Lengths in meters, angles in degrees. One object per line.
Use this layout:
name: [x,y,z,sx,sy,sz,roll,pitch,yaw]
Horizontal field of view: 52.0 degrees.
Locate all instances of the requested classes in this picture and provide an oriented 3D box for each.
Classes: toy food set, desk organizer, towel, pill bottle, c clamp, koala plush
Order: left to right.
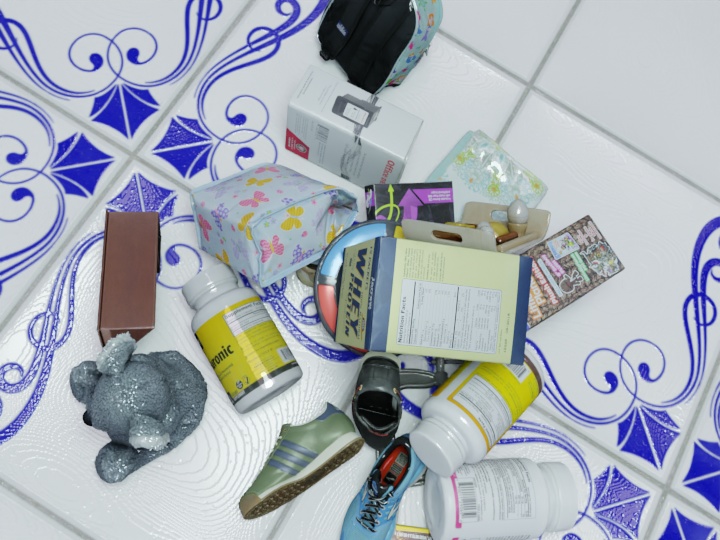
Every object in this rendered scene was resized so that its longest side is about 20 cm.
desk organizer: [-0.332,0.013,1.072,0.076,0.072,0.202,-1,59,-11]
koala plush: [-0.298,0.170,0.987,0.182,0.200,0.179,-21,77,-13]
pill bottle: [-0.177,0.095,1.073,0.111,0.111,0.201,-29,79,-15]
c clamp: [0.102,0.225,1.117,0.169,0.027,0.203,6,74,-5]
pill bottle: [0.160,0.190,1.031,0.200,0.109,0.109,-39,82,-28]
towel: [0.194,-0.118,1.221,0.171,0.048,0.200,40,73,5]
toy food set: [0.168,-0.070,1.052,0.142,0.199,0.061,11,107,34]
pill bottle: [0.199,0.327,1.053,0.197,0.113,0.115,1,73,-12]

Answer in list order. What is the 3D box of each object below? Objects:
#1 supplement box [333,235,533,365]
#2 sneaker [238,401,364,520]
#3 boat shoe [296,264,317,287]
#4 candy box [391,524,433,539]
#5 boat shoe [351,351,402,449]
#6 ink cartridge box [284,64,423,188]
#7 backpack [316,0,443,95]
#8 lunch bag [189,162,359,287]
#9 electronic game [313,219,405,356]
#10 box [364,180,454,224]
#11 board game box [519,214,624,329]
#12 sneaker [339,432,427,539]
supplement box: [0.086,0.041,0.962,0.197,0.200,0.136,7,85,-14]
sneaker: [-0.097,0.267,1.064,0.199,0.067,0.090,-32,59,-6]
boat shoe: [0.000,0.000,1.149,0.197,0.065,0.072,0,74,-8]
candy box: [0.127,0.429,1.061,0.197,0.026,0.103,9,75,-5]
boat shoe: [0.021,0.194,1.015,0.073,0.203,0.064,6,49,4]
ink cartridge box: [-0.013,-0.214,1.168,0.198,0.145,0.084,26,69,1]
backpack: [0.041,-0.413,1.209,0.150,0.200,0.178,-35,79,-36]
lunch bag: [-0.120,-0.078,1.090,0.199,0.128,0.169,-31,40,-34]
electronic game: [0.030,0.027,1.073,0.197,0.042,0.203,0,91,-11]
box: [0.082,-0.034,1.137,0.141,0.036,0.203,-6,94,-26]
board game box: [0.270,0.026,1.130,0.199,0.160,0.097,-29,78,-15]
sneaker: [0.022,0.313,1.033,0.078,0.090,0.201,23,78,24]
